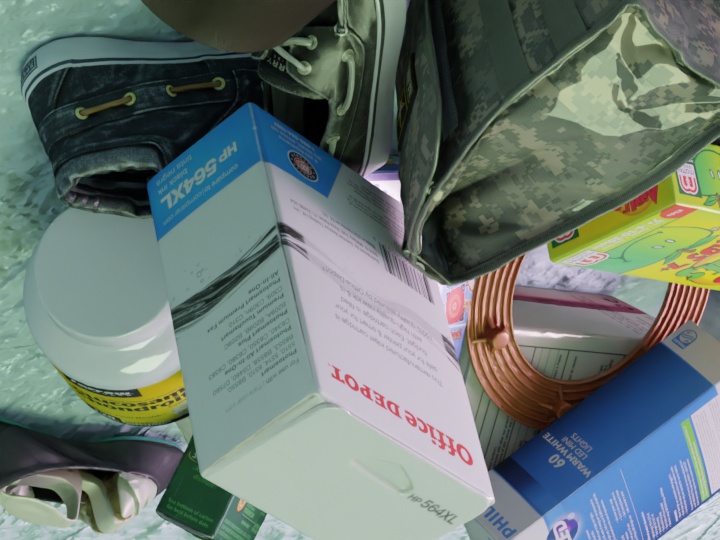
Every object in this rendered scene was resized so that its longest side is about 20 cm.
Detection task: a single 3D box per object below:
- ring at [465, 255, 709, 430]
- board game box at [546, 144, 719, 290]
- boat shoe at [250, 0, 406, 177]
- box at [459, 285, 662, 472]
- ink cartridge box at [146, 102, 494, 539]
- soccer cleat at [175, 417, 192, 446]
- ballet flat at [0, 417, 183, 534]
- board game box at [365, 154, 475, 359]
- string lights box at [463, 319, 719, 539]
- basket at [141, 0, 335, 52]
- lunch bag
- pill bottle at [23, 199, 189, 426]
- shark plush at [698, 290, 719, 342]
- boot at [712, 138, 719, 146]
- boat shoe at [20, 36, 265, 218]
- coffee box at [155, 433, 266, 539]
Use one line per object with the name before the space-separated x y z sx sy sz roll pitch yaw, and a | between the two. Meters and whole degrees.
ring | 0.153 0.012 1.649 0.200 0.019 0.201 -13 116 -29
board game box | 0.215 -0.032 1.586 0.200 0.048 0.102 9 153 -44
boat shoe | -0.020 -0.117 1.346 0.064 0.071 0.200 -33 140 -31
box | 0.110 0.084 1.730 0.200 0.109 0.128 7 105 -36
ink cartridge box | -0.022 0.035 1.317 0.084 0.200 0.146 -34 135 23
soccer cleat | -0.110 0.075 1.695 0.077 0.069 0.200 -8 143 -7
ballet flat | -0.196 0.148 1.765 0.200 0.073 0.073 14 139 -44
board game box | 0.000 0.000 1.519 0.200 0.034 0.136 -3 109 -52
string lights box | 0.165 0.134 1.670 0.200 0.059 0.103 -35 137 -13
basket | -0.023 -0.201 1.193 0.180 0.136 0.200 14 144 -27
lunch bag | 0.088 -0.103 1.356 0.118 0.164 0.200 36 120 -29
pill bottle | -0.134 0.021 1.489 0.112 0.112 0.200 -17 167 -1
shark plush | 0.274 0.050 1.812 0.091 0.083 0.200 -4 124 -27
boot | 0.276 -0.123 1.551 0.181 0.073 0.200 7 138 -14
boat shoe | -0.084 -0.077 1.412 0.200 0.091 0.071 -4 149 -23
coffee box | -0.055 0.075 1.589 0.044 0.200 0.123 25 173 11
